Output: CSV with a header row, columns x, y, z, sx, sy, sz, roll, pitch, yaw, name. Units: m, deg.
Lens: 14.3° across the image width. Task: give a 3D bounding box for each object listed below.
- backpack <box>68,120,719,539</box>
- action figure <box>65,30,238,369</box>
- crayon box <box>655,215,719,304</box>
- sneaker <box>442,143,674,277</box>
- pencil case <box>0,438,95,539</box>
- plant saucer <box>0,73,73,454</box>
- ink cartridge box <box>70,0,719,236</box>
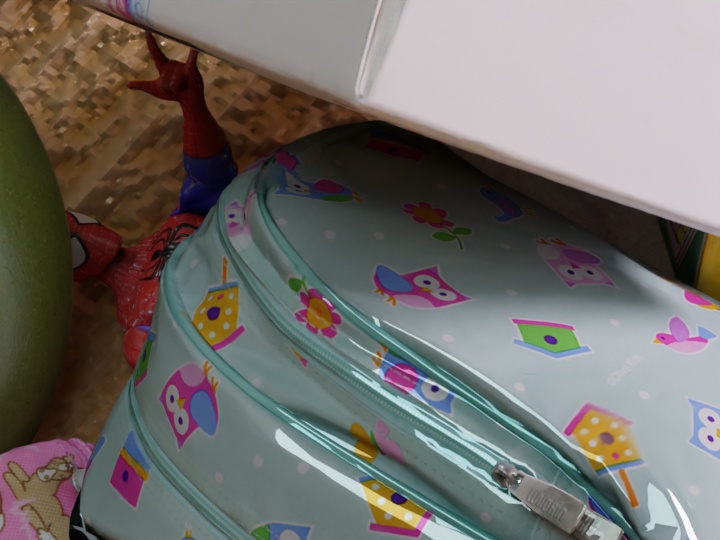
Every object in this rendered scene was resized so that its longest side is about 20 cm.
x,y,z,sx,sy,sz,roll,pitch,yaw,name
0.036,0.058,0.676,0.199,0.167,0.127,32,107,15,backpack
0.000,0.000,0.770,0.199,0.099,0.066,11,62,14,action figure
0.143,-0.100,0.749,0.172,0.058,0.201,-12,60,-4,crayon box
0.120,-0.043,0.802,0.199,0.076,0.105,15,49,9,sneaker
-0.045,0.129,0.712,0.083,0.087,0.200,-23,58,-41,pencil case
-0.171,0.012,0.731,0.199,0.201,0.031,-18,24,-4,plant saucer
0.001,-0.082,0.670,0.200,0.144,0.084,25,96,47,ink cartridge box
